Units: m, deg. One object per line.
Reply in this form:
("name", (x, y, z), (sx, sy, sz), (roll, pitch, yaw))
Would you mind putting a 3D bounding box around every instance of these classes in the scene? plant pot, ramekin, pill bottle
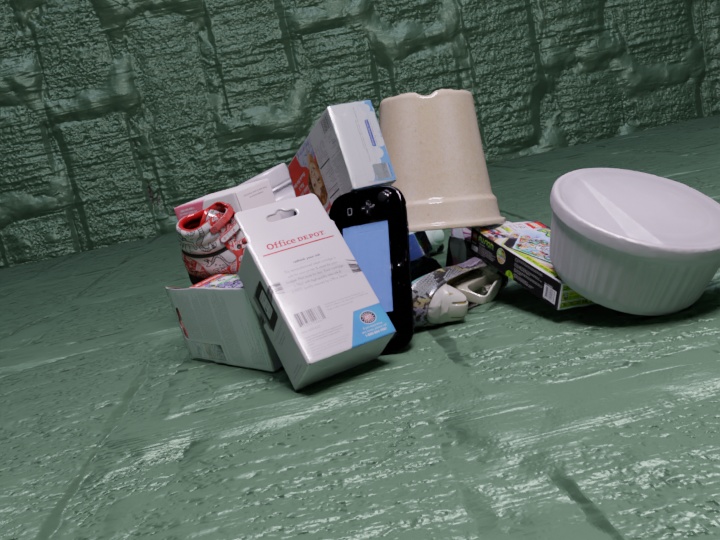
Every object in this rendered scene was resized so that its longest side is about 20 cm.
("plant pot", (0.097, -0.151, 1.060), (0.198, 0.186, 0.200), (-6, 4, 0))
("ramekin", (0.304, -0.032, 0.842), (0.200, 0.095, 0.203), (6, 31, -3))
("pill bottle", (-0.117, -0.064, 1.222), (0.119, 0.202, 0.120), (-25, 11, 5))

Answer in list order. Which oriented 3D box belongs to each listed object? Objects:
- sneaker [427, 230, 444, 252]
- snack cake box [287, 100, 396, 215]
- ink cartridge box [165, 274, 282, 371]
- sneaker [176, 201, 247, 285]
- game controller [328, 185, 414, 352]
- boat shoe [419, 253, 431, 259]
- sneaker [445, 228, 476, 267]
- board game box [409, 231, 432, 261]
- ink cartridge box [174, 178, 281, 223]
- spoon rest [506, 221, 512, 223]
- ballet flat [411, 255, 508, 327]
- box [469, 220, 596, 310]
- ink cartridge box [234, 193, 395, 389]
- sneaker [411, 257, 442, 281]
("sneaker", (0.086, -0.067, 1.460), (0.117, 0.075, 0.200), (-22, 23, -19))
("snack cake box", (-0.032, -0.134, 1.039), (0.067, 0.116, 0.200), (-15, -9, -25))
("ink cartridge box", (-0.169, 0.063, 0.972), (0.050, 0.110, 0.199), (-28, 19, -39))
("sneaker", (-0.146, -0.035, 0.997), (0.199, 0.109, 0.068), (-2, 37, 11))
("game controller", (0.011, -0.001, 0.911), (0.103, 0.203, 0.042), (-7, -13, 17))
("boat shoe", (0.082, -0.012, 1.217), (0.071, 0.069, 0.200), (-11, 12, -4))
("sneaker", (0.182, -0.024, 1.196), (0.085, 0.081, 0.200), (8, 18, 8))
("board game box", (0.000, 0.000, 1.057), (0.198, 0.035, 0.135), (-25, 1, 13))
("ink cartridge box", (-0.183, -0.022, 1.152), (0.145, 0.202, 0.083), (-8, 14, 38))
("spoon rest", (0.248, -0.059, 1.248), (0.099, 0.061, 0.200), (25, -5, -22))
("ballet flat", (0.123, 0.030, 0.967), (0.199, 0.073, 0.072), (-22, 15, -40))
("box", (0.234, -0.012, 0.951), (0.109, 0.035, 0.200), (-7, 24, -22))
("ink cartridge box", (-0.061, 0.019, 0.859), (0.115, 0.201, 0.067), (-17, -26, -29))
("sneaker", (0.039, 0.038, 1.034), (0.078, 0.067, 0.199), (-20, 4, 39))
